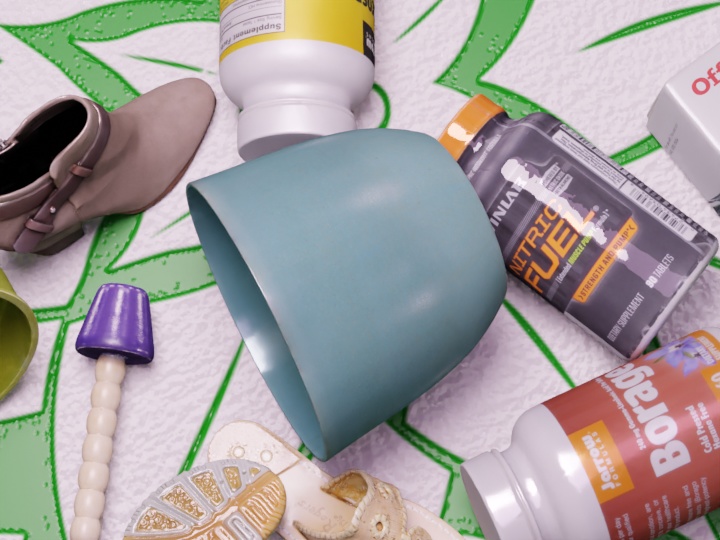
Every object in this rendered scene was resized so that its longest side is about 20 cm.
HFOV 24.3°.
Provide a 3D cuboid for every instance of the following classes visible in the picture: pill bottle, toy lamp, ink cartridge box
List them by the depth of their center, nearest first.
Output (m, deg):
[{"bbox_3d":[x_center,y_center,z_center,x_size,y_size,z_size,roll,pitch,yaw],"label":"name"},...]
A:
[{"bbox_3d":[0.172,0.126,1.106,0.198,0.112,0.113,-24,76,-6],"label":"pill bottle"},{"bbox_3d":[-0.176,0.110,1.143,0.058,0.058,0.202,6,77,2],"label":"toy lamp"},{"bbox_3d":[0.139,-0.037,1.155,0.199,0.106,0.106,38,78,11],"label":"pill bottle"},{"bbox_3d":[0.319,-0.083,1.177,0.146,0.083,0.201,-36,77,-10],"label":"ink cartridge box"},{"bbox_3d":[-0.045,-0.178,1.191,0.111,0.113,0.202,-1,75,0],"label":"pill bottle"}]

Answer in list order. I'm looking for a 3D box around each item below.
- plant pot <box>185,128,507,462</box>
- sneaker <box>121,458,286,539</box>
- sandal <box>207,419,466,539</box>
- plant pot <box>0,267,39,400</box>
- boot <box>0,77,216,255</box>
[{"bbox_3d":[0.000,0.000,1.102,0.160,0.201,0.202,-26,76,-11],"label":"plant pot"},{"bbox_3d":[-0.130,0.204,1.101,0.200,0.088,0.076,-40,69,-12],"label":"sneaker"},{"bbox_3d":[-0.013,0.166,1.118,0.210,0.070,0.078,30,77,8],"label":"sandal"},{"bbox_3d":[-0.343,-0.001,1.116,0.199,0.201,0.194,-27,65,-7],"label":"plant pot"},{"bbox_3d":[-0.182,-0.085,1.148,0.070,0.146,0.200,41,78,13],"label":"boot"}]
